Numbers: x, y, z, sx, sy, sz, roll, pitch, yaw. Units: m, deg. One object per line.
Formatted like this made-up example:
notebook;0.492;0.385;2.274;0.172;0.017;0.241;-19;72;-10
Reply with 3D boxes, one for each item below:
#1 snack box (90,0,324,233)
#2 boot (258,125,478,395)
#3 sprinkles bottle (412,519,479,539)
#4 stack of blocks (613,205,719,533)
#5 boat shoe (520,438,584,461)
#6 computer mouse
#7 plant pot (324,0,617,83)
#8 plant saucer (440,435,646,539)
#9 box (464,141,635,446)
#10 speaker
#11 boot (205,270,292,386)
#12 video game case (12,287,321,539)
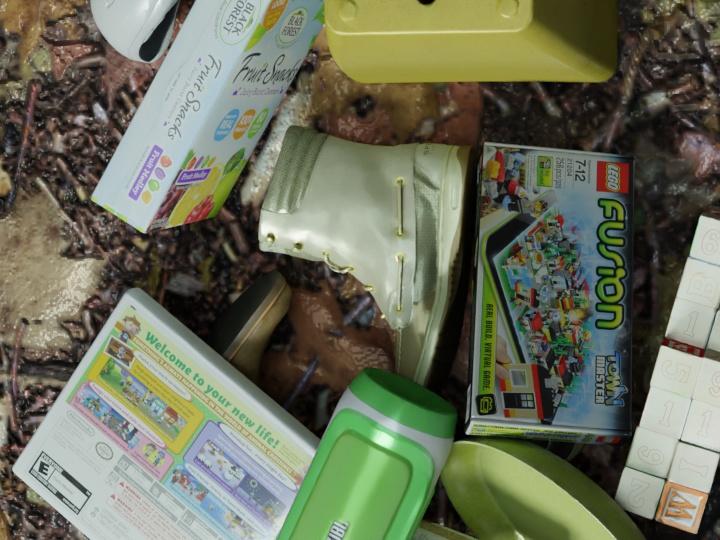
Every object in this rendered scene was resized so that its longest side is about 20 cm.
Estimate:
snack box;-0.100;-0.128;1.140;0.053;0.142;0.201;33;104;9
boot;0.000;0.000;1.166;0.153;0.072;0.202;9;95;14
sprinkles bottle;0.040;0.214;1.159;0.199;0.068;0.069;17;102;29
stack of blocks;0.233;0.063;1.086;0.058;0.115;0.202;17;101;13
boat shoe;0.123;0.045;1.139;0.071;0.066;0.203;-6;95;19
computer mouse;-0.157;-0.211;1.138;0.110;0.044;0.200;51;147;12
plant pot;0.063;-0.226;1.063;0.198;0.176;0.202;2;97;15
plant saucer;0.139;0.183;1.112;0.200;0.200;0.031;43;67;7
box;0.131;0.015;1.090;0.109;0.035;0.202;4;70;-1
speaker;-0.006;0.173;1.102;0.088;0.088;0.201;26;98;11
boot;-0.095;0.091;1.217;0.075;0.074;0.201;29;108;-10
video game case;-0.140;0.144;1.184;0.200;0.022;0.183;39;110;8
